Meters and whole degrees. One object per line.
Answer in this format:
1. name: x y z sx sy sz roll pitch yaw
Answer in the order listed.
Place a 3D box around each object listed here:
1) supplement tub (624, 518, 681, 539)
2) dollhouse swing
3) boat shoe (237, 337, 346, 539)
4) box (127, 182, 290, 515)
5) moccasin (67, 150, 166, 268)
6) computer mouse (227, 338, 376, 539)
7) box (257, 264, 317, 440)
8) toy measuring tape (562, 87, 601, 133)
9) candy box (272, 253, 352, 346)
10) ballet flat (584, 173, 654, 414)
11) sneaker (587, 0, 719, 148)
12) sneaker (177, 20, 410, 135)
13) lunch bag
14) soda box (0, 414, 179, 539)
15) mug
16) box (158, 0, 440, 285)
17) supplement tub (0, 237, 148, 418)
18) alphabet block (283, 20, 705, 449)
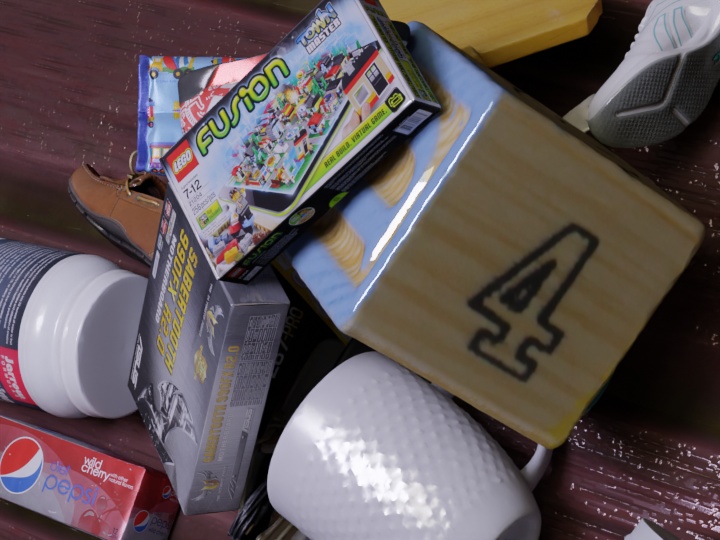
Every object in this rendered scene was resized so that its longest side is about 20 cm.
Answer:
1. supplement tub: 0.183 0.286 1.337 0.145 0.145 0.201 38 94 36
2. dollhouse swing: 0.083 -0.155 1.582 0.200 0.174 0.183 -119 27 -55
3. boat shoe: -0.046 0.146 1.579 0.074 0.068 0.202 8 77 34
4. box: -0.119 0.058 1.495 0.159 0.048 0.201 -121 37 -46
5. moccasin: -0.193 -0.055 1.734 0.078 0.074 0.201 -51 35 -7
6. computer mouse: -0.037 0.128 1.520 0.034 0.059 0.201 34 82 -2
7. box: -0.088 0.027 1.626 0.161 0.049 0.202 17 82 64
8. toy measuring tape: 0.132 -0.062 1.552 0.200 0.074 0.074 -40 56 0
9. candy box: 0.000 0.000 1.529 0.102 0.200 0.027 -28 29 24
10. ballet flat: 0.171 0.018 1.498 0.071 0.069 0.202 1 68 53
11. sneaker: 0.239 -0.166 1.499 0.200 0.071 0.080 -41 38 -16
12. sneaker: -0.043 -0.108 1.428 0.200 0.067 0.109 -14 79 31
13. lunch bag: -0.096 -0.103 1.594 0.149 0.200 0.095 0 81 0
14. soda box: -0.249 0.182 1.698 0.199 0.063 0.071 15 82 34
15. mug: 0.059 0.152 1.479 0.175 0.148 0.200 34 62 28
16. box: -0.046 -0.094 1.365 0.200 0.035 0.111 -42 63 25
17. supplement tub: -0.278 0.050 1.716 0.198 0.140 0.142 10 79 35
18. alphabet block: 0.087 -0.027 1.401 0.197 0.199 0.196 -55 27 10
